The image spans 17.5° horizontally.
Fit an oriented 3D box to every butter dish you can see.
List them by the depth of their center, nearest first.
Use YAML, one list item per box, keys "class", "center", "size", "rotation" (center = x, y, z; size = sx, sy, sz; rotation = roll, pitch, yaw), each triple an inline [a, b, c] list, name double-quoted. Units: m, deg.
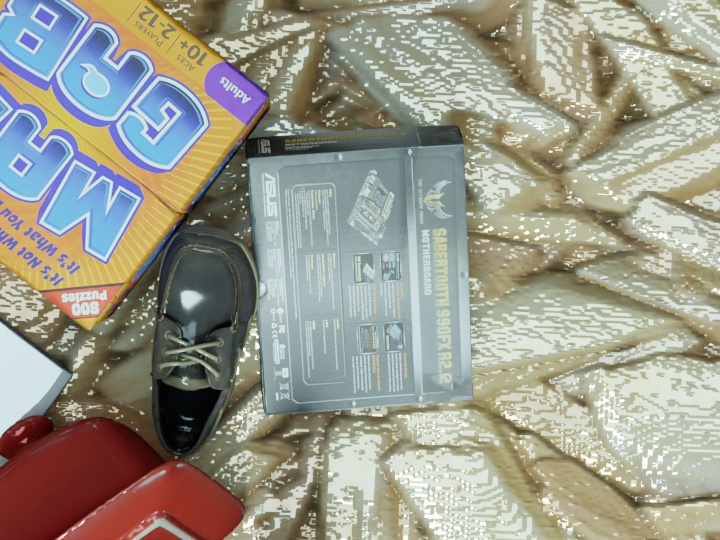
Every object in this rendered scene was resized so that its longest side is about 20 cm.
- class: "butter dish"
  center: [-0.209, 0.170, 1.678]
  size: [0.199, 0.200, 0.148]
  rotation: [-37, 69, 1]

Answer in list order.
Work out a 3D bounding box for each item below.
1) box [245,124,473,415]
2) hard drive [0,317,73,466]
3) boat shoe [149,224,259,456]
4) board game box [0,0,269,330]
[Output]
- class: "box"
  center: [0.000, 0.000, 1.699]
  size: [0.157, 0.048, 0.202]
  rotation: [-5, 110, -3]
- class: "hard drive"
  center: [-0.323, 0.118, 1.732]
  size: [0.132, 0.027, 0.201]
  rotation: [37, 91, -2]
- class: "boat shoe"
  center: [-0.112, 0.055, 1.663]
  size: [0.074, 0.074, 0.201]
  rotation: [5, 134, 0]
- class: "board game box"
  center: [-0.200, -0.101, 1.642]
  size: [0.199, 0.200, 0.200]
  rotation: [38, 90, -3]
